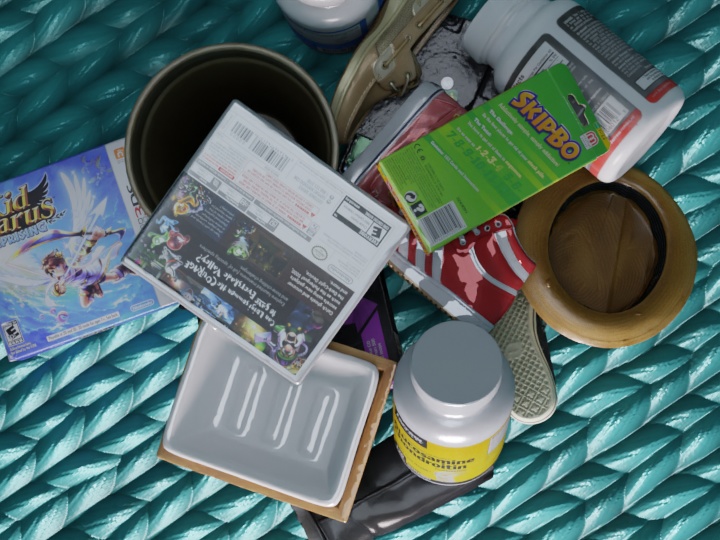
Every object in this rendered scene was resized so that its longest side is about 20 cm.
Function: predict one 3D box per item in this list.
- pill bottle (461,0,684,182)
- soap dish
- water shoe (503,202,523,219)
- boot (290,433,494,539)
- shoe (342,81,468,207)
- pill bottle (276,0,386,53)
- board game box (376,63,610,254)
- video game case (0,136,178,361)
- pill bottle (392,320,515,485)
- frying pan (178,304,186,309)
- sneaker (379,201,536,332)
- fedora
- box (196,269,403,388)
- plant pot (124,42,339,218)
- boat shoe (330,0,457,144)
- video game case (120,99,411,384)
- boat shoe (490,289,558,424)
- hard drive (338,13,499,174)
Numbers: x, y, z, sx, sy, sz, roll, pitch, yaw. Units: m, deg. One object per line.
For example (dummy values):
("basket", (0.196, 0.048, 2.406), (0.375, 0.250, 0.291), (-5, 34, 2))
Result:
("pill bottle", (0.203, -0.189, 1.239), (0.200, 0.116, 0.116), (43, 91, 12))
("soap dish", (-0.078, 0.135, 1.228), (0.200, 0.081, 0.157), (17, 85, 14))
("water shoe", (0.136, -0.044, 1.286), (0.079, 0.072, 0.200), (36, 85, 34))
("boot", (0.015, 0.185, 1.307), (0.200, 0.066, 0.165), (-29, 82, 0))
("shoe", (0.041, -0.085, 1.266), (0.091, 0.071, 0.200), (40, 91, 12))
("pill bottle", (-0.030, -0.283, 1.250), (0.112, 0.200, 0.112), (0, 89, 2))
("board game box", (0.123, -0.104, 1.166), (0.200, 0.030, 0.096), (-29, 90, -7))
("video game case", (-0.300, -0.023, 1.337), (0.200, 0.045, 0.181), (-20, 87, 3))
("pill bottle", (0.086, 0.122, 1.195), (0.112, 0.200, 0.112), (-1, 64, 2))
("frying pan", (-0.097, 0.029, 1.259), (0.190, 0.115, 0.031), (-24, 109, 9))
("sneaker", (0.074, -0.038, 1.213), (0.200, 0.071, 0.112), (41, 94, 2))
("fedora", (0.236, -0.012, 1.279), (0.200, 0.082, 0.201), (3, 71, -9))
("box", (-0.062, 0.072, 1.301), (0.200, 0.036, 0.143), (-17, 71, 10))
("plant pot", (-0.116, -0.113, 1.263), (0.200, 0.174, 0.200), (0, 91, 2))
("boat shoe", (0.030, -0.207, 1.274), (0.065, 0.071, 0.200), (29, 89, 5))
("video game case", (-0.086, -0.025, 1.167), (0.200, 0.023, 0.182), (35, 92, -5))
("boat shoe", (0.154, 0.062, 1.307), (0.075, 0.062, 0.200), (-17, 73, 7))
("hard drive", (0.077, -0.164, 1.325), (0.140, 0.038, 0.200), (23, 89, 3))
